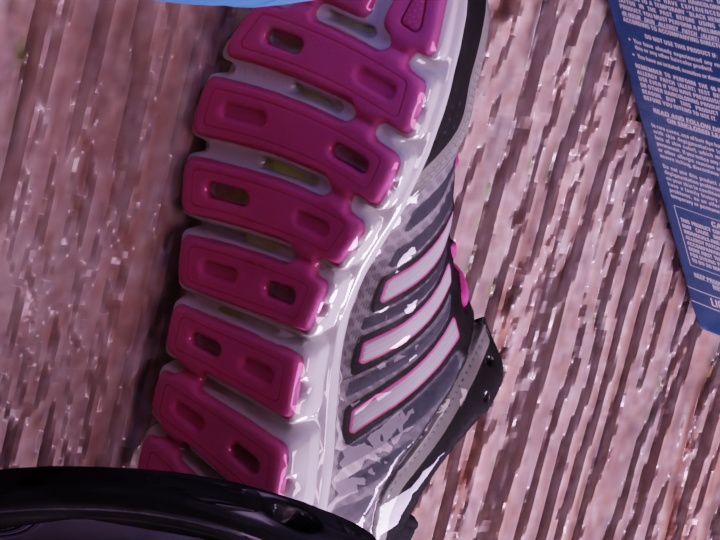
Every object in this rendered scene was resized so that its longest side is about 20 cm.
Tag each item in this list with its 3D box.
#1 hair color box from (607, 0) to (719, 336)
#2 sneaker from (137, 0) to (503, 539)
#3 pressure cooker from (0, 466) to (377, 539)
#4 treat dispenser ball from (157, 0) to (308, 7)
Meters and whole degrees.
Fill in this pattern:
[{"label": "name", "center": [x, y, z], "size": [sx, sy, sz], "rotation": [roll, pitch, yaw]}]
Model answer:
[{"label": "hair color box", "center": [0.137, -0.076, 0.945], "size": [0.100, 0.060, 0.201], "rotation": [-43, 133, -28]}, {"label": "sneaker", "center": [0.000, 0.000, 0.821], "size": [0.087, 0.074, 0.201], "rotation": [-1, 109, -50]}, {"label": "pressure cooker", "center": [-0.064, 0.139, 0.723], "size": [0.175, 0.178, 0.201], "rotation": [-22, 121, -37]}, {"label": "treat dispenser ball", "center": [-0.028, -0.156, 0.624], "size": [0.200, 0.200, 0.202], "rotation": [-21, 120, -41]}]
